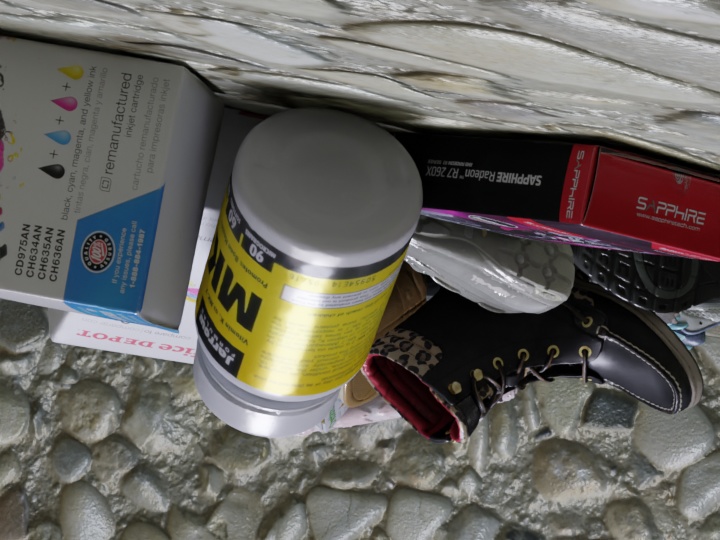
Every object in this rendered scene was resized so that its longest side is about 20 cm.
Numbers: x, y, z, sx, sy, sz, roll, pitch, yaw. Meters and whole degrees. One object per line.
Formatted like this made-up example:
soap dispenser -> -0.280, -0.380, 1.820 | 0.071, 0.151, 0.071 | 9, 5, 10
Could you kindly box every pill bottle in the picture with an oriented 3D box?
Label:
pill bottle -> -0.038, 0.007, 1.484 | 0.114, 0.114, 0.200 | 11, 139, -7

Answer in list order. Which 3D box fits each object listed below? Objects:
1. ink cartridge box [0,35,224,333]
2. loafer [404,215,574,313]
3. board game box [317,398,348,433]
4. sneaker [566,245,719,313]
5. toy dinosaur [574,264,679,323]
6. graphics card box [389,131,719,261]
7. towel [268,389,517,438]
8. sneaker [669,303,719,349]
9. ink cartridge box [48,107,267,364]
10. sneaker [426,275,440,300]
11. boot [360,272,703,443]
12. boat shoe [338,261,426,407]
ink cartridge box -> -0.199, -0.056, 1.436 | 0.200, 0.147, 0.145 | 10, 177, 7
loafer -> 0.045, -0.025, 1.569 | 0.200, 0.070, 0.070 | 31, 144, -23
board game box -> -0.095, 0.038, 1.850 | 0.200, 0.035, 0.126 | 37, 167, 11
sneaker -> 0.218, -0.008, 1.652 | 0.200, 0.076, 0.091 | 14, -176, -20
toy dinosaur -> 0.173, -0.005, 1.741 | 0.200, 0.077, 0.102 | 26, -144, -16
graphics card box -> 0.116, -0.045, 1.450 | 0.125, 0.051, 0.200 | 12, 179, -37
towel -> 0.008, 0.043, 1.964 | 0.200, 0.191, 0.032 | -10, 141, -4
sneaker -> 0.235, 0.014, 1.848 | 0.200, 0.086, 0.078 | 12, 178, -6
ink cartridge box -> -0.109, -0.021, 1.620 | 0.148, 0.086, 0.200 | 10, 146, -20
sneaker -> -0.017, -0.015, 1.802 | 0.200, 0.076, 0.088 | 20, 135, -38
boot -> 0.111, 0.064, 1.636 | 0.200, 0.151, 0.073 | 36, 147, 27
boat shoe -> 0.000, 0.000, 1.677 | 0.074, 0.200, 0.069 | -23, -135, -38
